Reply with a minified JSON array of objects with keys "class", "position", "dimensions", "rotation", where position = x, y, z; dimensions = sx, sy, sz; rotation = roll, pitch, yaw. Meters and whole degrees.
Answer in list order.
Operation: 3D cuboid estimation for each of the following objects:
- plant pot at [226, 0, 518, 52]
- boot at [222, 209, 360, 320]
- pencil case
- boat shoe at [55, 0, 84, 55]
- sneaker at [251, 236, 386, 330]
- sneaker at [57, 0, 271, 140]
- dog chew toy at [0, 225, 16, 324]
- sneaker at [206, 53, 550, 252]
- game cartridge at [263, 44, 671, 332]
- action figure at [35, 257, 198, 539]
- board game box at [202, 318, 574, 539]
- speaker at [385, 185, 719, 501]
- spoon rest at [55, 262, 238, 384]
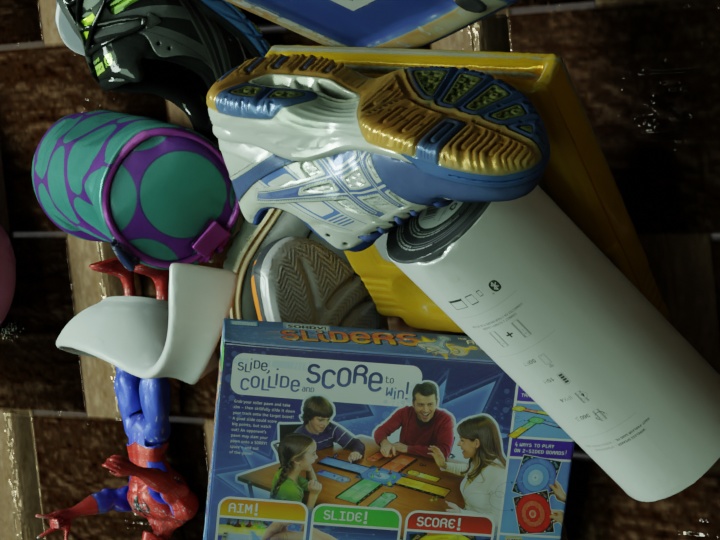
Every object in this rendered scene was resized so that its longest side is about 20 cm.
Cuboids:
[{"class":"plant pot","position":[0.002,-0.222,1.491],"dimensions":[0.200,0.199,0.181],"rotation":[-16,54,61]},{"class":"boot","position":[0.000,0.000,1.709],"dimensions":[0.138,0.077,0.201],"rotation":[36,134,20]},{"class":"pencil case","position":[-0.136,-0.048,1.775],"dimensions":[0.093,0.085,0.200],"rotation":[58,168,-16]},{"class":"boat shoe","position":[-0.143,-0.231,1.803],"dimensions":[0.201,0.073,0.065],"rotation":[-64,20,17]},{"class":"sneaker","position":[-0.031,0.069,1.709],"dimensions":[0.112,0.078,0.201],"rotation":[1,126,48]},{"class":"sneaker","position":[-0.140,-0.151,1.743],"dimensions":[0.199,0.083,0.071],"rotation":[38,151,-13]},{"class":"dog chew toy","position":[-0.299,-0.045,1.978],"dimensions":[0.124,0.124,0.201],"rotation":[-20,77,47]},{"class":"sneaker","position":[0.015,-0.051,1.468],"dimensions":[0.199,0.075,0.089],"rotation":[13,125,39]},{"class":"game cartridge","position":[0.055,-0.036,1.559],"dimensions":[0.175,0.033,0.201],"rotation":[4,139,32]},{"class":"action figure","position":[-0.156,0.098,1.875],"dimensions":[0.065,0.099,0.201],"rotation":[2,103,47]},{"class":"board game box","position":[0.017,0.101,1.633],"dimensions":[0.034,0.198,0.136],"rotation":[-99,15,-69]},{"class":"speaker","position":[0.106,0.029,1.514],"dimensions":[0.200,0.081,0.081],"rotation":[44,143,-25]},{"class":"spoon rest","position":[-0.120,0.041,1.749],"dimensions":[0.200,0.099,0.061],"rotation":[149,128,-70]}]
